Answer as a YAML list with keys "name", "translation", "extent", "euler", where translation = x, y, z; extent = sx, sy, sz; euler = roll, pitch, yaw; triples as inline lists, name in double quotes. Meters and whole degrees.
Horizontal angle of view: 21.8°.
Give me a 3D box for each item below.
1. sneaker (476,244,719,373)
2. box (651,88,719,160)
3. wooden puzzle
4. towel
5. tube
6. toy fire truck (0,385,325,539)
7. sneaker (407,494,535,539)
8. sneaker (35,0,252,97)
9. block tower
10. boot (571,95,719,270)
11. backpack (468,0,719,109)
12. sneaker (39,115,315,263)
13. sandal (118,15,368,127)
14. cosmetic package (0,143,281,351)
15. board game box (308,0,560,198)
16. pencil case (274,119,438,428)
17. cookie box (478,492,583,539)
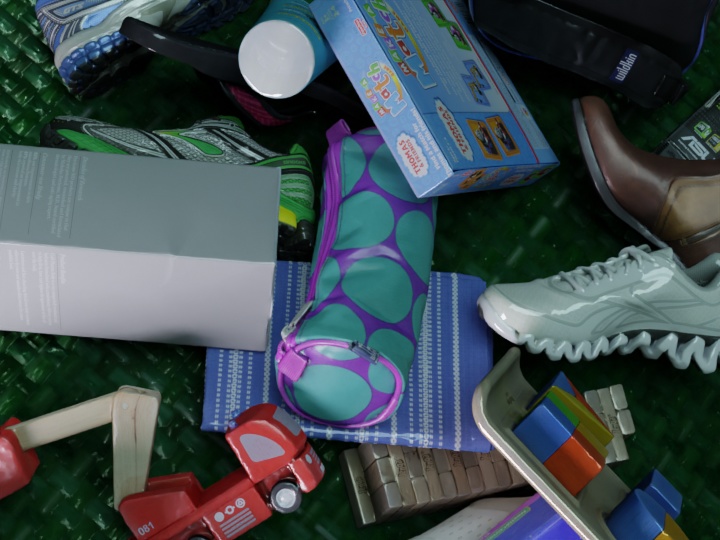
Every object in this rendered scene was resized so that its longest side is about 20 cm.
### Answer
- name: "sneaker"
  translation: [0.174, 0.018, 1.287]
  extent: [0.198, 0.075, 0.082]
  euler: [3, 114, -21]
- name: "box"
  translation: [0.352, -0.076, 1.430]
  extent: [0.193, 0.048, 0.200]
  euler: [-41, 85, -25]
- name: "wooden puzzle"
  translation: [0.153, 0.133, 1.173]
  extent: [0.046, 0.185, 0.201]
  euler: [-40, 87, 11]
- name: "towel"
  translation: [-0.006, 0.057, 1.264]
  extent: [0.197, 0.024, 0.146]
  euler: [5, 51, -6]
- name: "tube"
  translation: [-0.042, -0.162, 1.293]
  extent: [0.077, 0.200, 0.051]
  euler: [37, 107, -4]
- name: "toy fire truck"
  translation: [-0.138, 0.126, 1.186]
  extent: [0.199, 0.049, 0.142]
  euler: [-32, 98, 4]
- name: "sneaker"
  translation: [0.063, 0.200, 1.249]
  extent: [0.198, 0.074, 0.080]
  euler: [-11, 35, -10]
- name: "sneaker"
  translation: [-0.142, -0.209, 1.325]
  extent: [0.199, 0.077, 0.086]
  euler: [-32, 78, -23]
- name: "block tower"
  translation: [0.089, 0.127, 1.279]
  extent: [0.198, 0.058, 0.055]
  euler: [-10, 73, -17]
- name: "boot"
  translation: [0.269, -0.083, 1.343]
  extent: [0.199, 0.068, 0.189]
  euler: [-31, 86, 7]
- name: "backpack"
  translation: [0.168, -0.239, 1.362]
  extent: [0.188, 0.202, 0.155]
  euler: [2, 37, -16]
- name: "sneaker"
  translation: [-0.125, -0.069, 1.287]
  extent: [0.198, 0.078, 0.086]
  euler: [16, 60, -19]
- name: "sandal"
  translation: [-0.084, -0.128, 1.301]
  extent: [0.198, 0.075, 0.046]
  euler: [14, 99, -35]
- name: "cosmetic package"
  translation: [-0.151, -0.014, 1.213]
  extent: [0.197, 0.107, 0.091]
  euler: [4, 55, -8]
- name: "board game box"
  translation: [0.056, -0.127, 1.303]
  extent: [0.152, 0.036, 0.200]
  euler: [61, 24, 10]
- name: "pencil case"
  translation: [0.000, 0.000, 1.239]
  extent: [0.092, 0.085, 0.201]
  euler: [31, 46, -23]
- name: "cookie box"
  translation: [0.113, 0.272, 1.175]
  extent: [0.171, 0.075, 0.201]
  euler: [-37, 99, -4]
